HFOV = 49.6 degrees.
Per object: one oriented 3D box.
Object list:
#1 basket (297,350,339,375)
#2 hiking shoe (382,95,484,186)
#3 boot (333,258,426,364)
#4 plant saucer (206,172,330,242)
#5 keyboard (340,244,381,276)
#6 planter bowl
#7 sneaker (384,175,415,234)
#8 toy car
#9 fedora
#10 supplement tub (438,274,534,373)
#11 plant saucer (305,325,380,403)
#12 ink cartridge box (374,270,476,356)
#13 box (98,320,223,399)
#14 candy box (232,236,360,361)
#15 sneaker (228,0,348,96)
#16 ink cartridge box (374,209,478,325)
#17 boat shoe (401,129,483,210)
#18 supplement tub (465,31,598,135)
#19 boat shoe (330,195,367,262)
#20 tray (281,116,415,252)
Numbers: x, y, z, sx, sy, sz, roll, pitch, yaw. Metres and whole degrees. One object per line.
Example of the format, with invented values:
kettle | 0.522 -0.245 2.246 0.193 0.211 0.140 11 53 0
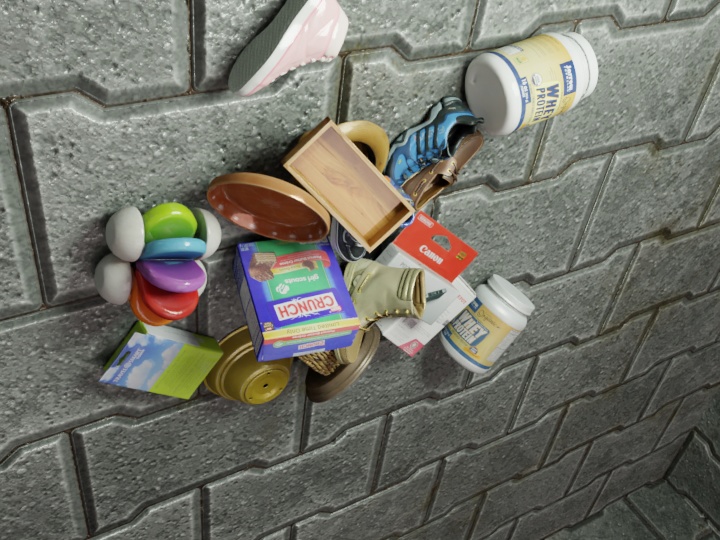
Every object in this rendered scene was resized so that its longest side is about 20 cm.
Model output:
basket | -0.076 0.091 1.475 0.149 0.143 0.200 -42 139 2
hiking shoe | 0.121 -0.219 1.381 0.200 0.087 0.074 -47 141 10
boot | 0.036 0.083 1.417 0.073 0.155 0.201 18 82 -63
plant saucer | -0.142 -0.101 1.228 0.200 0.200 0.032 40 58 -51
keyboard | 0.000 0.000 1.506 0.127 0.021 0.200 -38 136 -40
planter bowl | -0.202 0.202 1.532 0.200 0.083 0.201 -21 137 -21
sneaker | 0.060 -0.100 1.412 0.075 0.078 0.200 -54 168 -6
toy car | -0.300 -0.002 1.202 0.175 0.150 0.200 0 127 -38
fedora | -0.046 -0.182 1.288 0.200 0.082 0.201 -30 148 -21
supplement tub | 0.291 0.123 1.802 0.145 0.145 0.200 21 112 -47
plant saucer | -0.043 0.181 1.578 0.200 0.200 0.029 -43 108 4
ink cartridge box | 0.132 0.070 1.672 0.200 0.085 0.146 -42 141 6
box | -0.359 0.160 1.394 0.200 0.048 0.122 24 110 -48
candy box | -0.113 0.042 1.328 0.169 0.200 0.077 -7 146 -21
sneaker | -0.095 -0.313 1.126 0.200 0.075 0.105 -50 135 6
ink cartridge box | 0.128 0.000 1.525 0.200 0.044 0.174 31 106 -39
boat shoe | 0.157 -0.185 1.458 0.200 0.068 0.072 -40 141 0
supplement tub | 0.301 -0.333 1.370 0.200 0.144 0.145 -23 139 -19
boat shoe | -0.004 -0.071 1.325 0.072 0.068 0.200 -29 147 -22
tray | -0.017 -0.131 1.204 0.099 0.037 0.200 -42 114 8
